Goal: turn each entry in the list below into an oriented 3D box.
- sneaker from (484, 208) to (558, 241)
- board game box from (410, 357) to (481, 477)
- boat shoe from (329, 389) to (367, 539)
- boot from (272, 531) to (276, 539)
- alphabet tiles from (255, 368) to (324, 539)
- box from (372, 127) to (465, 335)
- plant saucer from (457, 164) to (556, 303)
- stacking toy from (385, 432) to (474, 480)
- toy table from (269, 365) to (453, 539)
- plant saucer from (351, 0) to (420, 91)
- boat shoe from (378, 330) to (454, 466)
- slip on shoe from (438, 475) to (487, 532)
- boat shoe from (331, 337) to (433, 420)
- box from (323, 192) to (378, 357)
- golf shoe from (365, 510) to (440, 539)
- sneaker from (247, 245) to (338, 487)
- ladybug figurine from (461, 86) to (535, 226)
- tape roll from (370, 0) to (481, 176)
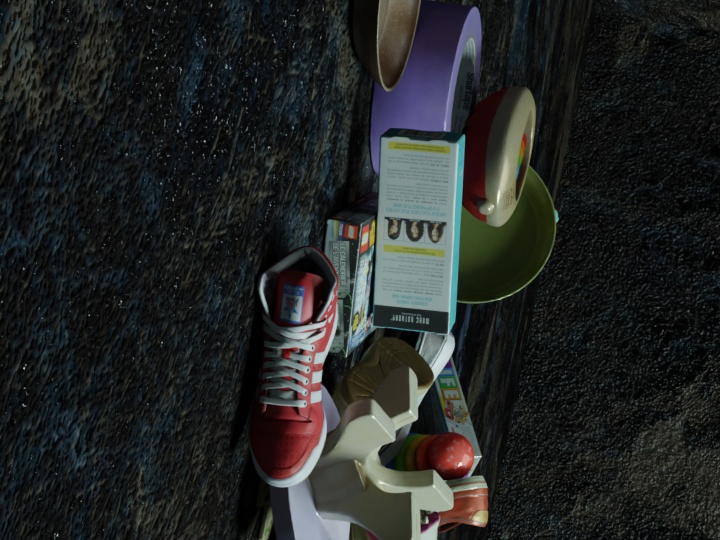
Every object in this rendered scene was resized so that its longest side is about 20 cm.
[{"bbox_3d":[0.139,-0.075,1.867,0.078,0.198,0.092,-11,97,-80],"label":"sneaker"},{"bbox_3d":[0.089,0.180,1.899,0.135,0.034,0.201,112,-29,-49],"label":"board game box"},{"bbox_3d":[-0.021,0.222,1.631,0.071,0.064,0.202,16,67,-72],"label":"boat shoe"},{"bbox_3d":[-0.009,0.279,1.473,0.072,0.153,0.201,84,24,-58],"label":"boot"},{"bbox_3d":[-0.067,0.176,1.512,0.200,0.006,0.168,25,75,-78],"label":"alphabet tiles"},{"bbox_3d":[0.060,-0.040,1.572,0.049,0.082,0.202,-48,142,-70],"label":"box"},{"bbox_3d":[0.129,-0.053,1.808,0.031,0.198,0.201,93,10,-70],"label":"plant saucer"},{"bbox_3d":[0.072,0.220,1.795,0.200,0.085,0.086,-26,-133,62],"label":"stacking toy"},{"bbox_3d":[-0.002,0.183,1.400,0.184,0.116,0.201,42,38,-55],"label":"toy table"},{"bbox_3d":[0.026,-0.280,1.529,0.200,0.036,0.202,9,90,-79],"label":"plant saucer"},{"bbox_3d":[0.034,0.141,1.782,0.068,0.073,0.200,36,88,-40],"label":"boat shoe"},{"bbox_3d":[0.053,0.283,1.733,0.074,0.199,0.062,21,53,-65],"label":"slip on shoe"},{"bbox_3d":[0.013,0.123,1.588,0.065,0.071,0.200,-48,168,24],"label":"boat shoe"},{"bbox_3d":[0.000,0.000,1.611,0.200,0.040,0.138,-39,136,-73],"label":"box"},{"bbox_3d":[0.051,0.286,1.599,0.200,0.075,0.092,-18,105,-78],"label":"golf shoe"},{"bbox_3d":[-0.058,0.075,1.312,0.113,0.071,0.201,88,8,-57],"label":"sneaker"},{"bbox_3d":[0.149,-0.131,1.736,0.201,0.071,0.137,-67,161,-50],"label":"ladybug figurine"},{"bbox_3d":[0.074,-0.197,1.709,0.200,0.084,0.202,9,90,-78],"label":"tape roll"}]
